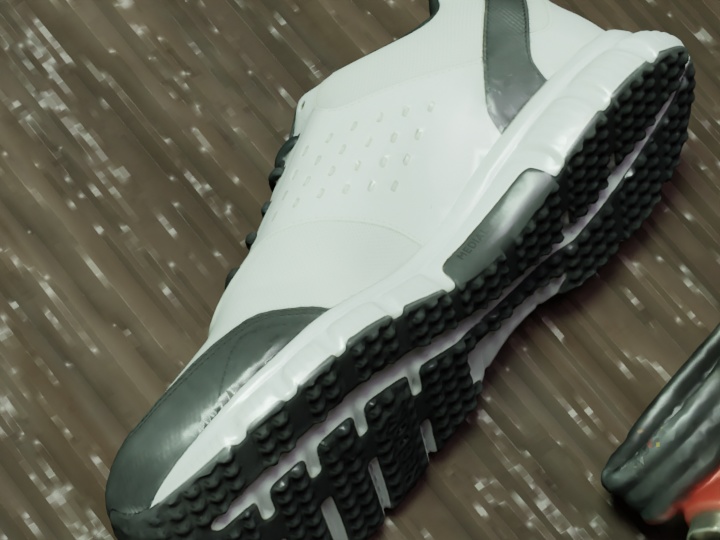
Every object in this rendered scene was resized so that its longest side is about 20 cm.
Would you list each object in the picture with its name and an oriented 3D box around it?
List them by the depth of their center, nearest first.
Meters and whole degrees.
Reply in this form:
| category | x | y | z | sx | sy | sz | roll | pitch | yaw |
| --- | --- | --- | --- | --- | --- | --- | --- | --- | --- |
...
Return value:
| category | x | y | z | sx | sy | sz | roll | pitch | yaw |
| --- | --- | --- | --- | --- | --- | --- | --- | --- | --- |
| sneaker | 0.000 | 0.000 | 0.703 | 0.080 | 0.074 | 0.200 | 30 | 57 | 27 |
| cable | 0.125 | 0.011 | 0.716 | 0.050 | 0.097 | 0.200 | 48 | 42 | -14 |
